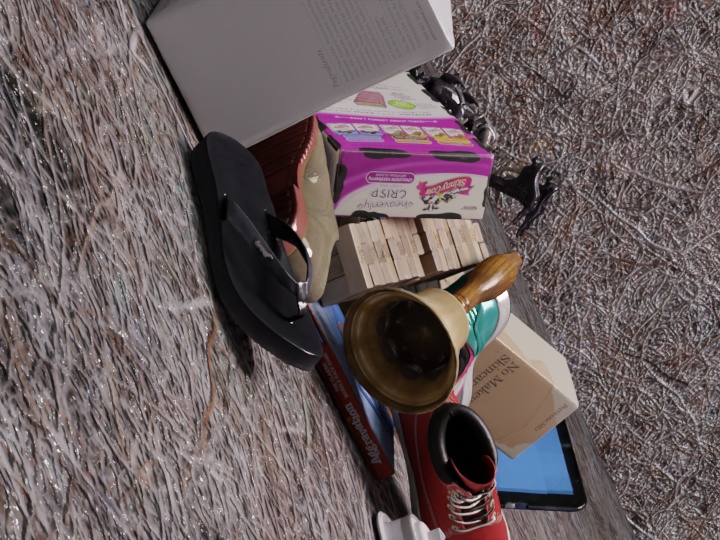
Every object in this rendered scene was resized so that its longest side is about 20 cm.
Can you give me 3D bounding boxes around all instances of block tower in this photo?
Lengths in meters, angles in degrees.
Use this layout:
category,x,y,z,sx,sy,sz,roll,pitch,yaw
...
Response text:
category,x,y,z,sx,sy,sz,roll,pitch,yaw
block tower,0.030,-0.014,1.546,0.199,0.057,0.054,-10,80,-58

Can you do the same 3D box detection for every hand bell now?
category,x,y,z,sx,sy,sz,roll,pitch,yaw
hand bell,0.081,0.028,1.528,0.200,0.104,0.105,-33,101,-51

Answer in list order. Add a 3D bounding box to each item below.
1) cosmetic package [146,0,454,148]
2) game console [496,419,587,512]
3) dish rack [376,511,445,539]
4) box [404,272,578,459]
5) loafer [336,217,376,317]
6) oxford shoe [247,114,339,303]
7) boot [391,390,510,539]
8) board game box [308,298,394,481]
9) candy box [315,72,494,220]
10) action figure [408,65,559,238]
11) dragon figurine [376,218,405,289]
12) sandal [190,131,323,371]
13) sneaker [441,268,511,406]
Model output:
category,x,y,z,sx,sy,sz,roll,pitch,yaw
cosmetic package,-0.043,-0.202,1.453,0.124,0.199,0.200,61,10,-16
game console,0.130,0.139,1.884,0.201,0.117,0.171,-100,164,-58
dish rack,0.075,0.289,1.433,0.172,0.043,0.201,59,13,-47
box,0.105,0.079,1.776,0.200,0.095,0.078,37,23,-28
loafer,0.000,0.000,1.624,0.200,0.067,0.076,57,13,-47
oxford shoe,-0.052,-0.049,1.434,0.075,0.070,0.201,54,25,-29
boot,0.087,0.190,1.511,0.144,0.072,0.202,-146,-145,-72
board game box,-0.022,0.060,1.506,0.103,0.019,0.201,-85,151,-68
candy box,0.009,-0.108,1.569,0.200,0.135,0.062,-126,-138,-58
action figure,0.086,-0.116,1.763,0.200,0.102,0.119,43,3,12
dragon figurine,-0.009,-0.053,1.730,0.099,0.058,0.202,-71,138,-77
sandal,-0.070,-0.022,1.289,0.076,0.043,0.201,20,39,-47
sneaker,0.050,0.093,1.636,0.084,0.120,0.201,44,-42,22
